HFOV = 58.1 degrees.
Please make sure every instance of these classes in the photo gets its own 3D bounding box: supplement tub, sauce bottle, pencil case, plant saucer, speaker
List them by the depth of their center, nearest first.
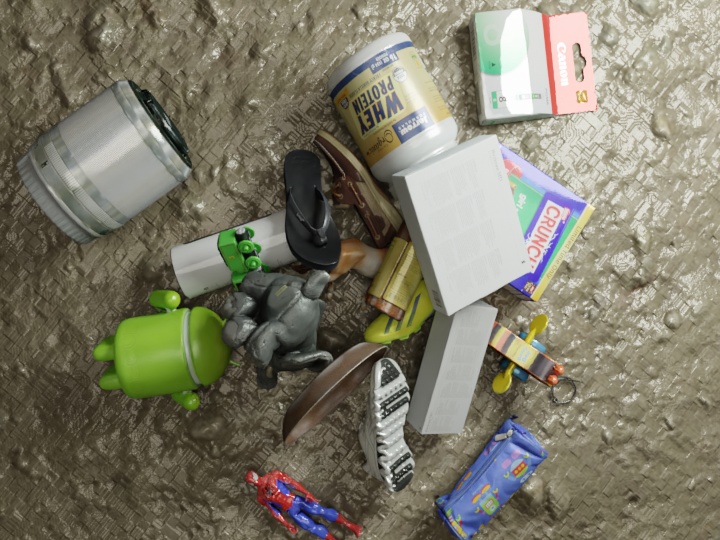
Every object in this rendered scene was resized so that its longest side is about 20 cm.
[{"bbox_3d":[-0.042,0.169,0.927,0.200,0.200,0.032,-45,76,-2],"label":"plant saucer"},{"bbox_3d":[0.075,-0.029,0.929,0.065,0.066,0.203,28,88,-3],"label":"sauce bottle"},{"bbox_3d":[0.054,-0.222,0.949,0.143,0.144,0.203,-30,92,-3],"label":"supplement tub"},{"bbox_3d":[-0.176,-0.027,0.968,0.196,0.081,0.083,-19,92,-3],"label":"speaker"},{"bbox_3d":[0.198,0.320,0.995,0.200,0.078,0.087,-47,122,-2],"label":"pencil case"}]

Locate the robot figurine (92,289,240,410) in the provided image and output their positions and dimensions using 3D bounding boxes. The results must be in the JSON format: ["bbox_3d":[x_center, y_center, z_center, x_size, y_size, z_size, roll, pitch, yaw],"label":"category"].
[{"bbox_3d":[-0.279,0.119,0.944,0.195,0.116,0.180,-10,98,-2],"label":"robot figurine"}]

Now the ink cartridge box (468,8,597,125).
[{"bbox_3d":[0.275,-0.322,1.011,0.195,0.050,0.165,-7,91,-1],"label":"ink cartridge box"}]

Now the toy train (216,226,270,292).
[{"bbox_3d":[-0.154,0.019,0.937,0.055,0.042,0.202,-12,133,4],"label":"toy train"}]

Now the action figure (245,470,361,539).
[{"bbox_3d":[-0.093,0.366,0.996,0.198,0.052,0.066,33,92,-1],"label":"action figure"}]

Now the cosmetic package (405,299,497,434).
[{"bbox_3d":[0.135,0.142,0.974,0.081,0.050,0.204,8,103,-33],"label":"cosmetic package"}]

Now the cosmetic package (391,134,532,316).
[{"bbox_3d":[0.142,-0.063,0.891,0.148,0.052,0.204,-24,107,-15],"label":"cosmetic package"}]

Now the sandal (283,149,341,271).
[{"bbox_3d":[-0.076,-0.092,0.925,0.074,0.043,0.204,-8,64,-17],"label":"sandal"}]

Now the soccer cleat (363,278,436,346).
[{"bbox_3d":[0.085,0.045,0.985,0.197,0.065,0.085,-27,105,-14],"label":"soccer cleat"}]

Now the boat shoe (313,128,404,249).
[{"bbox_3d":[-0.014,-0.120,0.984,0.072,0.072,0.201,-39,100,-1],"label":"boat shoe"}]

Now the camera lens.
[{"bbox_3d":[-0.352,-0.155,0.916,0.198,0.160,0.161,-36,93,-2],"label":"camera lens"}]

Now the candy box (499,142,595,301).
[{"bbox_3d":[0.225,-0.076,0.994,0.198,0.077,0.171,32,90,-4],"label":"candy box"}]

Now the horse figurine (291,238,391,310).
[{"bbox_3d":[0.000,0.000,0.970,0.196,0.050,0.134,14,115,-21],"label":"horse figurine"}]

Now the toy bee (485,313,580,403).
[{"bbox_3d":[0.264,0.131,0.985,0.196,0.109,0.134,13,88,-4],"label":"toy bee"}]

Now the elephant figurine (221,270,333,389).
[{"bbox_3d":[-0.099,0.093,0.917,0.153,0.201,0.143,16,67,31],"label":"elephant figurine"}]

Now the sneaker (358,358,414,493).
[{"bbox_3d":[0.029,0.229,0.971,0.074,0.080,0.205,-14,106,-42],"label":"sneaker"}]
